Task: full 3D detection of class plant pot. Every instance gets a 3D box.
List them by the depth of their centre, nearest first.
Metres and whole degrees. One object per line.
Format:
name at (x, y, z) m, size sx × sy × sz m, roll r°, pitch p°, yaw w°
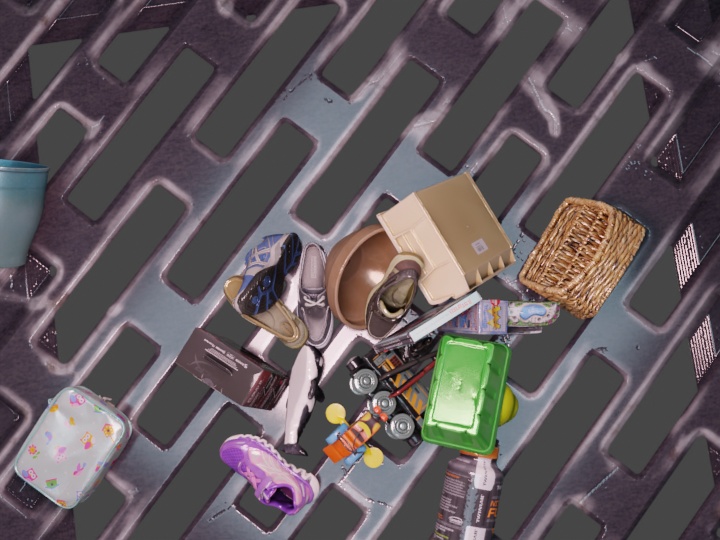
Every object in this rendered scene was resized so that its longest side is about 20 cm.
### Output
plant pot at (-0.681, -0.106, 1.502) m, size 0.198 × 0.200 × 0.190 m, roll 6°, pitch 99°, yaw 1°
plant pot at (0.000, 0.000, 1.505) m, size 0.092 × 0.201 × 0.202 m, roll 28°, pitch 83°, yaw 40°

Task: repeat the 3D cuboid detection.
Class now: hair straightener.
hair straightener at (0.105, 0.155, 1.492) m, size 0.199 × 0.041 × 0.077 m, roll -29°, pitch 84°, yaw -37°

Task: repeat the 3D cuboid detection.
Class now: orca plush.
orca plush at (-0.090, 0.242, 1.514) m, size 0.071 × 0.105 × 0.202 m, roll 13°, pitch 70°, yaw -32°

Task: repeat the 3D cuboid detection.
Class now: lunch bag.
lunch bag at (-0.530, 0.318, 1.505) m, size 0.160 × 0.077 × 0.201 m, roll 33°, pitch 85°, yaw 5°

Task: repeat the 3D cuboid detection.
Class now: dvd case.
dvd case at (0.112, 0.093, 1.420) m, size 0.145 × 0.200 × 0.022 m, roll -30°, pitch 90°, yaw -19°

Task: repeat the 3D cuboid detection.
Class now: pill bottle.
pill bottle at (0.199, 0.410, 1.477) m, size 0.105 × 0.106 × 0.202 m, roll 11°, pitch 85°, yaw 1°

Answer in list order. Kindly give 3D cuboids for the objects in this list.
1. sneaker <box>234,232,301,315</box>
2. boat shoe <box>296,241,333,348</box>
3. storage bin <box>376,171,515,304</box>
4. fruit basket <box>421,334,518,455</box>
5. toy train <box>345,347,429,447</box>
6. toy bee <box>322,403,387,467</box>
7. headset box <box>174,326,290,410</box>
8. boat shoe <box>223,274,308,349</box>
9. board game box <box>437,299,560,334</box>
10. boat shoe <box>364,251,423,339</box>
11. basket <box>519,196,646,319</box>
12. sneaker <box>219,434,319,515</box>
sneaker at (-0.182, 0.007, 1.508) m, size 0.077 × 0.076 × 0.200 m, roll 6°, pitch 43°, yaw 27°
boat shoe at (-0.086, 0.046, 1.535) m, size 0.071 × 0.068 × 0.202 m, roll 1°, pitch 84°, yaw 0°
storage bin at (0.164, -0.059, 1.475) m, size 0.094 × 0.200 × 0.199 m, roll -34°, pitch 84°, yaw 39°
fruit basket at (0.202, 0.225, 1.467) m, size 0.154 × 0.215 × 0.217 m, roll 9°, pitch 84°, yaw 18°
toy train at (0.063, 0.225, 1.513) m, size 0.114 × 0.085 × 0.200 m, roll -39°, pitch 85°, yaw -13°
toy bee at (0.001, 0.296, 1.457) m, size 0.109 × 0.200 × 0.131 m, roll -39°, pitch 106°, yaw -21°
headset box at (-0.225, 0.177, 1.445) m, size 0.148 × 0.200 × 0.075 m, roll 30°, pitch 85°, yaw 16°
boat shoe at (-0.183, 0.071, 1.519) m, size 0.200 × 0.063 × 0.073 m, roll 40°, pitch 87°, yaw 20°
board game box at (0.248, 0.084, 1.461) m, size 0.198 × 0.200 × 0.062 m, roll 1°, pitch 88°, yaw 0°
boat shoe at (0.052, 0.055, 1.421) m, size 0.071 × 0.201 × 0.066 m, roll 22°, pitch 40°, yaw -5°
basket at (0.407, -0.030, 1.502) m, size 0.148 × 0.143 × 0.201 m, roll 33°, pitch 85°, yaw 3°
sneaker at (-0.173, 0.376, 1.482) m, size 0.199 × 0.089 × 0.081 m, roll 31°, pitch 117°, yaw 4°
